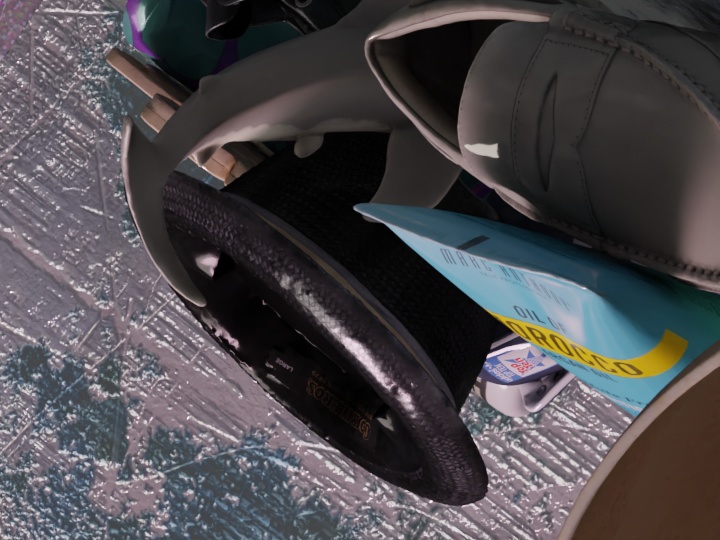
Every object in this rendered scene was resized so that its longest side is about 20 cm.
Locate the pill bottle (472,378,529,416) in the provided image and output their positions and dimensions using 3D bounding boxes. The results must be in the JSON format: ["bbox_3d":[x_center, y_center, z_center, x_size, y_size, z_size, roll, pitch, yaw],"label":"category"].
[{"bbox_3d":[0.044,-0.017,1.345,0.200,0.113,0.112,37,179,21],"label":"pill bottle"}]

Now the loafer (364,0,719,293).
[{"bbox_3d":[0.061,-0.037,0.645,0.069,0.070,0.200,-4,-164,-21],"label":"loafer"}]

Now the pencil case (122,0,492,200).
[{"bbox_3d":[-0.012,-0.083,1.093,0.200,0.085,0.092,38,-171,15],"label":"pencil case"}]

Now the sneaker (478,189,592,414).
[{"bbox_3d":[0.103,0.018,0.947,0.070,0.109,0.200,37,180,-37],"label":"sneaker"}]

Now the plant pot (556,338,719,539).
[{"bbox_3d":[0.148,0.077,0.516,0.200,0.201,0.134,37,-155,5],"label":"plant pot"}]

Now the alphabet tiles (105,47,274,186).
[{"bbox_3d":[-0.028,-0.032,1.087,0.195,0.015,0.200,39,-174,17],"label":"alphabet tiles"}]

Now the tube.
[{"bbox_3d":[0.082,0.019,0.674,0.077,0.051,0.200,14,172,38],"label":"tube"}]

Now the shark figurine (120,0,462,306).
[{"bbox_3d":[-0.005,-0.072,0.819,0.213,0.090,0.128,-9,-137,-28],"label":"shark figurine"}]

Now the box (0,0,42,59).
[{"bbox_3d":[-0.192,-0.193,0.955,0.115,0.133,0.200,34,-178,-43],"label":"box"}]

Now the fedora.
[{"bbox_3d":[0.000,0.000,0.908,0.200,0.092,0.201,40,166,12],"label":"fedora"}]

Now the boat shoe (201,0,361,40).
[{"bbox_3d":[-0.033,-0.113,0.952,0.199,0.066,0.075,37,179,5],"label":"boat shoe"}]
